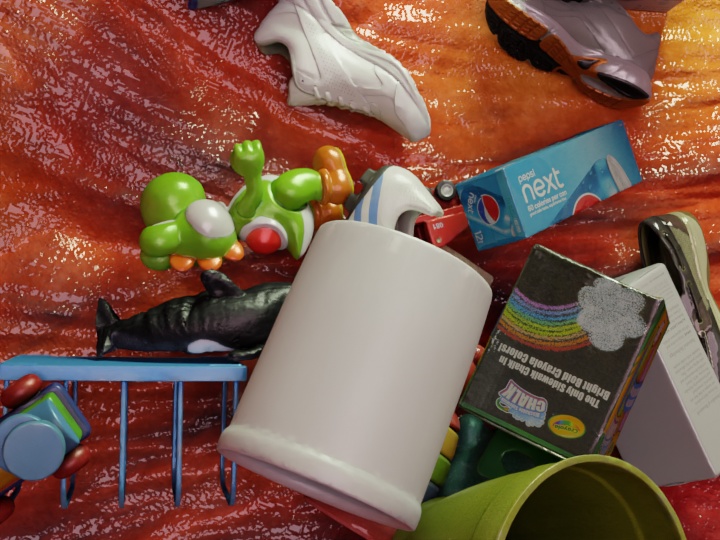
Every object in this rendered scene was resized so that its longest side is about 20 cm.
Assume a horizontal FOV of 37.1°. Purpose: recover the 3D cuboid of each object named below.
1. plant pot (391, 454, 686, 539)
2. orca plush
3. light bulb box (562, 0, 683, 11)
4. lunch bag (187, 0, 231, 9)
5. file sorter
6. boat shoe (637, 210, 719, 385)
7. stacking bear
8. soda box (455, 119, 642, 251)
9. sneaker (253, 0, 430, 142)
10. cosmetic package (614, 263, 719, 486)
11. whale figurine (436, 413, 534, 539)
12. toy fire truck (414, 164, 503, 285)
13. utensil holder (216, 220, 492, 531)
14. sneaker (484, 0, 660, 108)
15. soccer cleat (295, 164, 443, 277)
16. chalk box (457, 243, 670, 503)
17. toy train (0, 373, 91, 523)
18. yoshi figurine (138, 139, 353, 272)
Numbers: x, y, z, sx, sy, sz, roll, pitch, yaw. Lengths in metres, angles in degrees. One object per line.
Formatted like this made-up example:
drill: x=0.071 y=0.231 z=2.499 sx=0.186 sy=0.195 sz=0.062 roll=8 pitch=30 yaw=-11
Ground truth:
plant pot: x=0.120 y=0.248 z=0.847 sx=0.200 sy=0.193 sz=0.201 roll=6 pitch=78 yaw=-31
orca plush: x=-0.135 y=0.025 z=0.939 sx=0.199 sy=0.105 sz=0.071 roll=1 pitch=116 yaw=8
light bulb box: x=0.261 y=-0.350 z=1.045 sx=0.197 sy=0.200 sz=0.125 roll=1 pitch=84 yaw=-11
lunch bag: x=-0.093 y=-0.339 z=0.969 sx=0.170 sy=0.200 sz=0.128 roll=-22 pitch=90 yaw=-12
file sorter: x=-0.206 y=0.138 z=0.934 sx=0.199 sy=0.139 sz=0.123 roll=1 pitch=89 yaw=-12
boat shoe: x=0.320 y=0.040 z=1.083 sx=0.065 sy=0.073 sz=0.201 roll=-5 pitch=76 yaw=-25
stacking bear: x=0.044 y=0.148 z=0.978 sx=0.114 sy=0.121 sz=0.200 roll=39 pitch=77 yaw=-38
soda box: x=0.185 y=-0.084 z=1.028 sx=0.200 sy=0.064 sz=0.068 roll=-24 pitch=96 yaw=-40
sneaker: x=-0.021 y=-0.183 z=1.041 sx=0.200 sy=0.078 sz=0.099 roll=42 pitch=85 yaw=4
cosmetic package: x=0.283 y=0.105 z=1.049 sx=0.074 sy=0.102 sz=0.201 roll=-27 pitch=92 yaw=-40
whale figurine: x=0.158 y=0.192 z=1.020 sx=0.159 sy=0.104 sz=0.200 roll=43 pitch=76 yaw=-5
toy fire truck: x=0.088 y=-0.016 z=1.053 sx=0.199 sy=0.049 sz=0.142 roll=-15 pitch=88 yaw=-14
utensil holder: x=-0.001 y=0.083 z=0.862 sx=0.170 sy=0.170 sz=0.201 roll=24 pitch=74 yaw=-9
sneaker: x=0.220 y=-0.248 z=1.099 sx=0.200 sy=0.076 sz=0.092 roll=28 pitch=72 yaw=-16
soccer cleat: x=0.000 y=0.000 z=0.985 sx=0.086 sy=0.070 sz=0.200 roll=37 pitch=108 yaw=15
chalk box: x=0.173 y=0.101 z=0.941 sx=0.125 sy=0.124 sz=0.201 roll=25 pitch=87 yaw=21
toy train: x=-0.297 y=0.163 z=0.788 sx=0.200 sy=0.116 sz=0.085 roll=-34 pitch=97 yaw=-9
yoshi figurine: x=-0.116 y=-0.065 z=0.980 sx=0.199 sy=0.112 sz=0.113 roll=-19 pitch=111 yaw=-24
